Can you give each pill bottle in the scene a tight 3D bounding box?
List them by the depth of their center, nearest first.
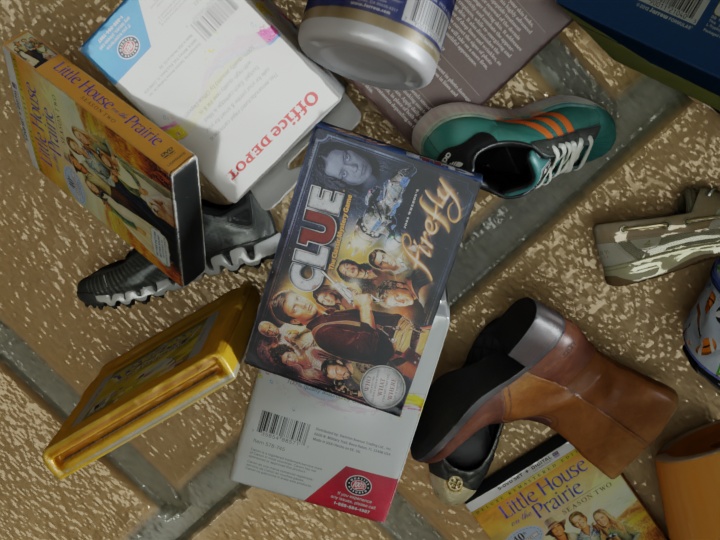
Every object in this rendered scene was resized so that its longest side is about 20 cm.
[{"bbox_3d":[0.030,-0.252,0.828,0.111,0.111,0.201,17,83,-3],"label":"pill bottle"}]

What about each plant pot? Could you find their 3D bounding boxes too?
[{"bbox_3d":[0.361,0.234,0.971,0.200,0.200,0.184,-24,88,8],"label":"plant pot"}]

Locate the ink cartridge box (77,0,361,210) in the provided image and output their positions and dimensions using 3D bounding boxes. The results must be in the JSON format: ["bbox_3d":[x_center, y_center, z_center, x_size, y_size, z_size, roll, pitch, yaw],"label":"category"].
[{"bbox_3d":[-0.107,-0.162,0.899,0.128,0.125,0.200,-42,100,12],"label":"ink cartridge box"}]

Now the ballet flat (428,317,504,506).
[{"bbox_3d":[0.109,0.136,1.010,0.066,0.057,0.201,17,105,-2],"label":"ballet flat"}]

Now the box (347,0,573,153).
[{"bbox_3d":[0.092,-0.201,0.911,0.200,0.075,0.100,-42,100,14],"label":"box"}]

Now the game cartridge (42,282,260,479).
[{"bbox_3d":[-0.175,0.087,0.932,0.176,0.200,0.033,-30,105,9],"label":"game cartridge"}]

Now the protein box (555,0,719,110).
[{"bbox_3d":[0.298,-0.232,0.805,0.198,0.135,0.200,36,100,33],"label":"protein box"}]

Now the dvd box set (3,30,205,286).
[{"bbox_3d":[-0.210,-0.091,0.885,0.200,0.029,0.147,37,148,20],"label":"dvd box set"}]

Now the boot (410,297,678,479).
[{"bbox_3d":[0.166,0.137,0.975,0.200,0.069,0.189,33,99,-28],"label":"boot"}]

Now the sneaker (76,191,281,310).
[{"bbox_3d":[-0.170,-0.027,0.974,0.199,0.066,0.091,-17,99,5],"label":"sneaker"}]

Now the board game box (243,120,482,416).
[{"bbox_3d":[0.000,0.000,0.837,0.135,0.035,0.201,18,105,2],"label":"board game box"}]

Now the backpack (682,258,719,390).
[{"bbox_3d":[0.381,0.059,0.918,0.190,0.200,0.155,15,104,5],"label":"backpack"}]

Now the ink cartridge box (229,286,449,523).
[{"bbox_3d":[-0.016,0.089,0.956,0.145,0.145,0.201,17,106,-2],"label":"ink cartridge box"}]

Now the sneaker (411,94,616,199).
[{"bbox_3d":[0.143,-0.096,0.897,0.199,0.080,0.072,-7,137,-27],"label":"sneaker"}]

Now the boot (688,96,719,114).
[{"bbox_3d":[0.335,-0.144,0.883,0.200,0.138,0.077,41,103,-8],"label":"boot"}]

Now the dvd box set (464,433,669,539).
[{"bbox_3d":[0.216,0.263,1.056,0.146,0.029,0.200,-33,102,10],"label":"dvd box set"}]

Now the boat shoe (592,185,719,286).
[{"bbox_3d":[0.307,-0.044,0.948,0.199,0.072,0.065,-18,92,2],"label":"boat shoe"}]
